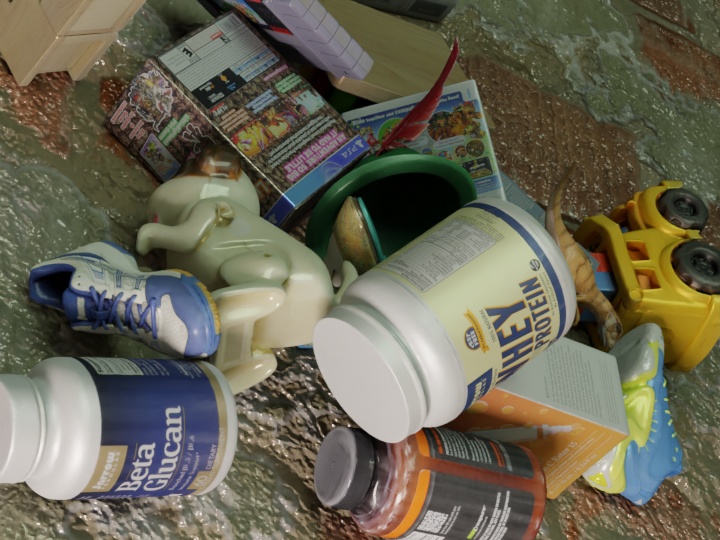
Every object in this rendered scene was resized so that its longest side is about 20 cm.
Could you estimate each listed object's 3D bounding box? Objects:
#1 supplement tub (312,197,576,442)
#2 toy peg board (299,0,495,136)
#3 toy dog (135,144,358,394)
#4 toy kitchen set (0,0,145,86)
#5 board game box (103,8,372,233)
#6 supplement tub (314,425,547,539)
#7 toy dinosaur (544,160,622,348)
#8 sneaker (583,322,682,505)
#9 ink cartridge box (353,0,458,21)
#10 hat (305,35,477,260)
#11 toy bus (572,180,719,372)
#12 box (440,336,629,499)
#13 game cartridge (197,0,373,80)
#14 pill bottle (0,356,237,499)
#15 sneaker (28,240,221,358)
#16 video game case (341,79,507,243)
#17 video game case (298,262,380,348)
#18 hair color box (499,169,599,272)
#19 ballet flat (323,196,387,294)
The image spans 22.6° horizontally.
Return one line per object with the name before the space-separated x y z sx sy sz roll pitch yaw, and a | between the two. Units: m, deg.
supplement tub | 0.072 0.043 1.551 0.199 0.145 0.145 -34 79 -27
toy peg board | 0.014 -0.196 1.951 0.199 0.098 0.200 17 30 -30
toy dog | -0.115 -0.020 1.603 0.193 0.140 0.201 -23 55 -16
toy kitchen set | -0.267 -0.312 1.719 0.163 0.180 0.201 -14 69 -48
board game box | -0.117 -0.131 1.751 0.200 0.097 0.159 45 38 3
supplement tub | 0.060 0.190 1.600 0.199 0.107 0.108 16 45 -28
toy dinosaur | 0.201 -0.011 1.811 0.060 0.106 0.201 -94 159 -68
sneaker | 0.289 0.155 1.861 0.105 0.076 0.201 41 56 -21
ink cartridge box | 0.018 -0.397 2.157 0.159 0.047 0.201 5 54 -38
hat | 0.017 -0.107 1.784 0.198 0.166 0.177 -6 47 -20
toy bus | 0.287 0.000 1.978 0.190 0.136 0.201 4 48 -18
box | 0.136 0.123 1.716 0.199 0.124 0.098 20 44 -25
game cartridge | -0.089 -0.251 1.811 0.199 0.039 0.129 21 -13 49
pill bottle | -0.205 0.125 1.425 0.199 0.111 0.112 3 53 -39
sneaker | -0.199 0.034 1.498 0.088 0.076 0.199 -15 23 -41
video game case | 0.072 -0.080 1.816 0.018 0.142 0.202 68 8 -79
video game case | 0.056 0.039 1.708 0.199 0.143 0.018 4 59 -39
hair color box | 0.140 -0.033 1.880 0.200 0.099 0.061 43 29 -1
ballet flat | 0.000 0.000 1.689 0.200 0.070 0.071 60 8 -61
